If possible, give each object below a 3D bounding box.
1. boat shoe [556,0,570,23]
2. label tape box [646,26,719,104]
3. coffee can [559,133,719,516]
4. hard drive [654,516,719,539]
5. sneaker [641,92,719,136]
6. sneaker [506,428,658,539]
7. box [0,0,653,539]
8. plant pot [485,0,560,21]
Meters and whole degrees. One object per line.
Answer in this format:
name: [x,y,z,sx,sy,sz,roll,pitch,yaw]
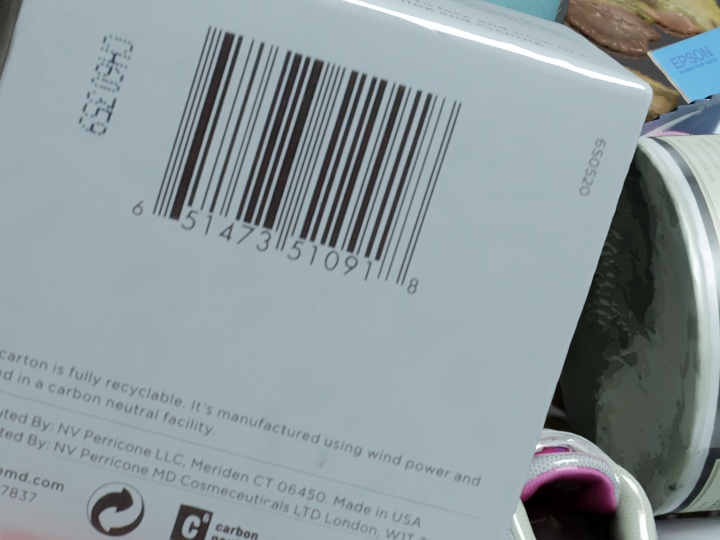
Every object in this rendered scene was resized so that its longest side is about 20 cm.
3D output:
boat shoe: [0.079,-0.189,1.255,0.067,0.057,0.201,19,43,-15]
label tape box: [0.225,-0.025,1.185,0.144,0.063,0.200,-21,63,-41]
coffee can: [0.193,0.016,0.998,0.199,0.147,0.147,-3,51,-17]
hard drive: [0.193,0.152,0.947,0.199,0.027,0.133,-3,59,1]
sneaker: [0.129,-0.019,1.087,0.199,0.070,0.082,-24,81,-11]
sneaker: [0.062,0.092,0.937,0.081,0.089,0.200,2,30,-31]
box: [-0.038,-0.005,0.834,0.198,0.201,0.131,15,11,-11]
plant pot: [0.000,-0.110,1.057,0.199,0.200,0.136,-12,94,-39]
